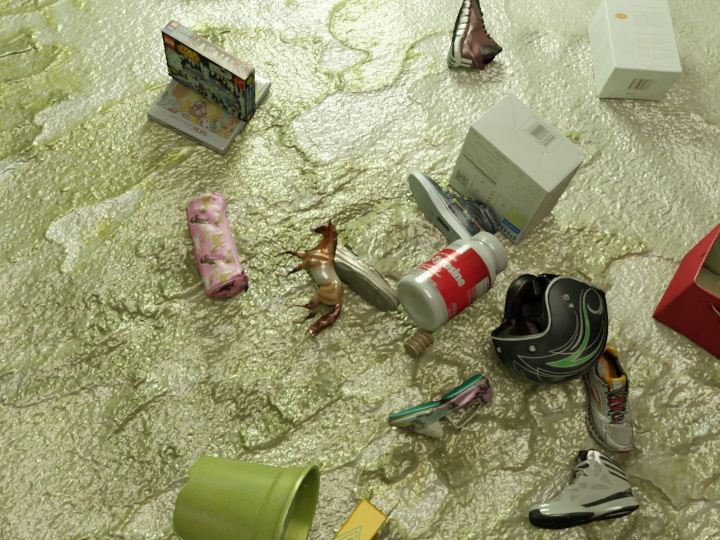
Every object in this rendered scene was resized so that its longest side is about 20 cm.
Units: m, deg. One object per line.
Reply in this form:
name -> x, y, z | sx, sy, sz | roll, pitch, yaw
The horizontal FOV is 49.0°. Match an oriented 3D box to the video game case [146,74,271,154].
video game case -> -0.312, -0.356, 1.637 | 0.182, 0.023, 0.200 | 26, 65, 6

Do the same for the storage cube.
storage cube -> 0.686, 0.039, 1.477 | 0.171, 0.180, 0.200 | 33, 67, 9

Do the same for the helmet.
helmet -> 0.338, 0.108, 1.405 | 0.199, 0.200, 0.191 | 17, 85, 2

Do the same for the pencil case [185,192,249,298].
pencil case -> -0.268, -0.047, 1.468 | 0.086, 0.083, 0.200 | -16, 67, -12

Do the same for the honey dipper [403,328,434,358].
honey dipper -> 0.157, 0.085, 1.480 | 0.038, 0.038, 0.200 | 41, 65, 12

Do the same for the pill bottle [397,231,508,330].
pill bottle -> 0.173, 0.014, 1.445 | 0.200, 0.112, 0.112 | -34, 73, -25

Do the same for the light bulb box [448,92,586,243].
light bulb box -> 0.297, -0.194, 1.530 | 0.125, 0.200, 0.198 | -40, 75, -22

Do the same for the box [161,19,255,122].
box -> -0.299, -0.394, 1.568 | 0.200, 0.137, 0.040 | 32, 64, 9

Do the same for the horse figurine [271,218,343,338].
horse figurine -> -0.083, 0.019, 1.446 | 0.132, 0.050, 0.201 | -18, 84, 5

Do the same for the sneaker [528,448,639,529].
sneaker -> 0.369, 0.374, 1.359 | 0.200, 0.076, 0.116 | -3, 57, -16

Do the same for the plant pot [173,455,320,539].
plant pot -> -0.183, 0.378, 1.239 | 0.184, 0.201, 0.201 | 14, 64, 14

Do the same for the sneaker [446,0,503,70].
sneaker -> 0.267, -0.529, 1.758 | 0.115, 0.076, 0.201 | 16, 75, -4

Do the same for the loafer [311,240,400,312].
loafer -> 0.000, 0.000, 1.485 | 0.200, 0.072, 0.063 | 33, 59, 12

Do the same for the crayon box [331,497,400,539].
crayon box -> -0.023, 0.438, 1.248 | 0.052, 0.126, 0.200 | 37, 67, 11

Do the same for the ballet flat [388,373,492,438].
ballet flat -> 0.148, 0.251, 1.391 | 0.200, 0.069, 0.071 | -22, 89, -16

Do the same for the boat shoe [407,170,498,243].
boat shoe -> 0.183, -0.129, 1.565 | 0.091, 0.071, 0.200 | -33, 80, -20

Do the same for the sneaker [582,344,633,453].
sneaker -> 0.445, 0.227, 1.418 | 0.078, 0.082, 0.201 | -6, 67, -9

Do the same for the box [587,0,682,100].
box -> 0.604, -0.491, 1.750 | 0.152, 0.106, 0.201 | 3, 65, -4
